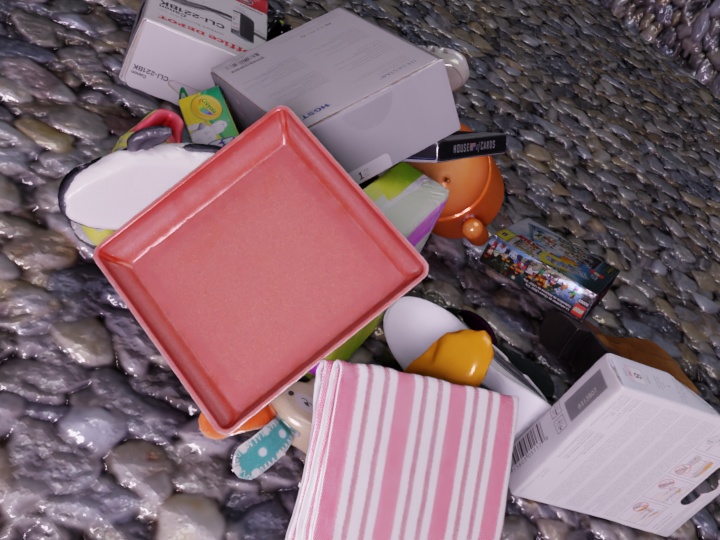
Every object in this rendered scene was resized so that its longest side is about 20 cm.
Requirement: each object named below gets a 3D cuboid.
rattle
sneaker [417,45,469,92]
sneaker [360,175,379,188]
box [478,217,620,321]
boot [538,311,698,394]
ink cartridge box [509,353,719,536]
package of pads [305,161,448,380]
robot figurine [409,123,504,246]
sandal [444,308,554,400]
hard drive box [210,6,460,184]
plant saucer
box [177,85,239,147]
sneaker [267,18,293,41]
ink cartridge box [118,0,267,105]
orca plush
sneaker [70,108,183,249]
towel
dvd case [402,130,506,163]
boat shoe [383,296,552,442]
[{"bbox_3d":[-0.005,0.100,0.880,0.200,0.143,0.130,23,44,-33],"label":"rattle"},{"bbox_3d":[0.028,-0.197,1.273,0.075,0.200,0.081,62,22,-43],"label":"sneaker"},{"bbox_3d":[-0.016,-0.092,1.215,0.074,0.085,0.200,11,36,-39],"label":"sneaker"},{"bbox_3d":[0.231,-0.005,1.343,0.136,0.038,0.200,32,17,13],"label":"box"},{"bbox_3d":[0.314,0.131,1.267,0.200,0.069,0.188,18,19,-39],"label":"boot"},{"bbox_3d":[0.253,0.165,1.027,0.200,0.163,0.057,17,37,-30],"label":"ink cartridge box"},{"bbox_3d":[0.000,0.000,1.017,0.068,0.155,0.200,31,27,10],"label":"package of pads"},{"bbox_3d":[0.099,-0.106,1.289,0.116,0.144,0.200,8,-9,18],"label":"robot figurine"},{"bbox_3d":[0.120,0.073,1.144,0.200,0.048,0.075,24,30,-20],"label":"sandal"},{"bbox_3d":[-0.028,-0.163,1.056,0.156,0.077,0.200,-29,36,-14],"label":"hard drive box"},{"bbox_3d":[-0.078,-0.001,0.876,0.200,0.199,0.037,49,-5,25],"label":"plant saucer"},{"bbox_3d":[-0.122,-0.086,1.064,0.048,0.117,0.200,-22,47,-6],"label":"box"},{"bbox_3d":[-0.095,-0.244,1.367,0.072,0.083,0.200,14,34,-33],"label":"sneaker"},{"bbox_3d":[-0.188,-0.268,1.296,0.144,0.084,0.200,20,32,-17],"label":"ink cartridge box"},{"bbox_3d":[-0.159,-0.091,0.933,0.200,0.105,0.071,-28,40,-15],"label":"orca plush"},{"bbox_3d":[-0.199,-0.083,0.998,0.078,0.090,0.200,26,30,-19],"label":"sneaker"},{"bbox_3d":[0.038,0.153,0.859,0.200,0.147,0.030,15,-7,-35],"label":"towel"},{"bbox_3d":[0.026,-0.129,1.135,0.200,0.025,0.150,8,13,31],"label":"dvd case"},{"bbox_3d":[0.107,0.094,1.075,0.200,0.072,0.068,36,10,1],"label":"boat shoe"}]
